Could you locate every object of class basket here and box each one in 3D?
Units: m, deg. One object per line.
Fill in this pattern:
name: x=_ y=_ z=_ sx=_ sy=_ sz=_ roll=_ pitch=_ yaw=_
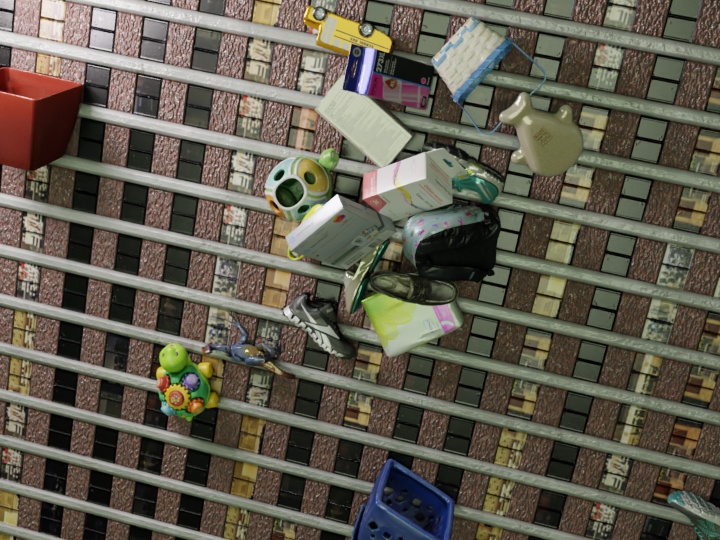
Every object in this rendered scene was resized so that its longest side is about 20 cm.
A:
basket: x=0.259 y=-0.407 z=1.605 sx=0.176 sy=0.139 sz=0.200 roll=-42 pitch=85 yaw=15

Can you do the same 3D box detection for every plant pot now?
plant pot: x=-0.763 y=-0.336 z=1.754 sx=0.198 sy=0.200 sz=0.178 roll=13 pitch=114 yaw=6
plant pot: x=0.088 y=0.597 z=1.818 sx=0.199 sy=0.200 sz=0.181 roll=33 pitch=110 yaw=0

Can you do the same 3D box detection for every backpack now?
backpack: x=0.190 y=-0.058 z=1.674 sx=0.198 sy=0.127 sz=0.168 roll=-11 pitch=120 yaw=-15

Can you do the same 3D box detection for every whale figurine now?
whale figurine: x=0.369 y=-0.289 z=1.616 sx=0.199 sy=0.104 sz=0.159 roll=36 pitch=112 yaw=-24

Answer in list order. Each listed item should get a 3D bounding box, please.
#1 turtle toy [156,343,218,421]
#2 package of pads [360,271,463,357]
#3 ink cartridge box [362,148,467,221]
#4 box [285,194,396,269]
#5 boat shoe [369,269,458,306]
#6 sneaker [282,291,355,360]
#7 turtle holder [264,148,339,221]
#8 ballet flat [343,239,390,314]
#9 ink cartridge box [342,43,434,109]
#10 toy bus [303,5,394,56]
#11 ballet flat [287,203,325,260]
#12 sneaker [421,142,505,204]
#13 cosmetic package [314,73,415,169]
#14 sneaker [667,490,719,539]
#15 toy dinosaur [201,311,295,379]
turtle toy: x=-0.431 y=0.269 z=1.870 sx=0.144 sy=0.101 sz=0.202 roll=-7 pitch=101 yaw=10
package of pads: x=0.121 y=0.093 z=1.769 sx=0.198 sy=0.068 sz=0.156 roll=-24 pitch=96 yaw=13
ink cartridge box: x=0.117 y=-0.179 z=1.652 sx=0.199 sy=0.116 sz=0.068 roll=-16 pitch=58 yaw=32
box: x=-0.039 y=-0.077 z=1.657 sx=0.155 sy=0.199 sz=0.041 roll=-37 pitch=61 yaw=24
boat shoe: x=0.114 y=0.042 z=1.693 sx=0.198 sy=0.065 sz=0.074 roll=6 pitch=97 yaw=8
sneaker: x=-0.081 y=0.124 z=1.806 sx=0.199 sy=0.066 sz=0.091 roll=38 pitch=107 yaw=1
turtle holder: x=-0.123 y=-0.183 z=1.714 sx=0.183 sy=0.132 sz=0.143 roll=-10 pitch=99 yaw=11
ballet flat: x=0.000 y=0.000 z=1.772 sx=0.069 sy=0.069 sz=0.201 roll=27 pitch=99 yaw=2
ink cartridge box: x=0.061 y=-0.404 z=1.632 sx=0.198 sy=0.037 sz=0.096 roll=7 pitch=102 yaw=-30
toy bus: x=-0.026 y=-0.501 z=1.668 sx=0.198 sy=0.065 sz=0.079 roll=20 pitch=106 yaw=3
ballet flat: x=-0.116 y=-0.075 z=1.711 sx=0.067 sy=0.200 sz=0.067 roll=48 pitch=60 yaw=4
sneaker: x=0.215 y=-0.212 z=1.690 sx=0.199 sy=0.078 sz=0.080 roll=32 pitch=113 yaw=1
cosmetic package: x=0.012 y=-0.321 z=1.688 sx=0.200 sy=0.087 sz=0.103 roll=42 pitch=105 yaw=-3
sneaker: x=0.783 y=0.576 z=1.770 sx=0.198 sy=0.078 sz=0.092 roll=26 pitch=108 yaw=4
toy dinosaur: x=-0.282 y=0.207 z=1.847 sx=0.180 sy=0.105 sz=0.202 roll=-11 pitch=113 yaw=31
